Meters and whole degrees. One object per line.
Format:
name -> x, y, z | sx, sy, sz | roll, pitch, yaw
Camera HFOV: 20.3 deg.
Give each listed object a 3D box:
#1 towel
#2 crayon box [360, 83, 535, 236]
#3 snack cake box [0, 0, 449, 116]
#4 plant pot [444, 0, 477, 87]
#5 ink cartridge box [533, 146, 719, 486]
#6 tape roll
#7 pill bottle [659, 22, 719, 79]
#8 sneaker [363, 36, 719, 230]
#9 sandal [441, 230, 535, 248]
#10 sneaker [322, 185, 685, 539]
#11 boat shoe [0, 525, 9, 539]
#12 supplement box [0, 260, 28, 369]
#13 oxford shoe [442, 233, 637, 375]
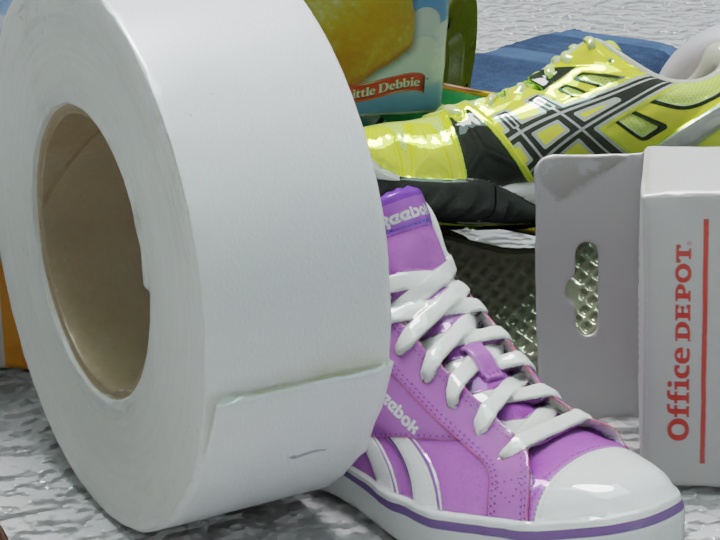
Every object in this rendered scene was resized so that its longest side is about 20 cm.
towel -> 0.110, -0.106, 1.238 | 0.111, 0.049, 0.200 | 13, 23, 39
crayon box -> 0.083, -0.045, 0.930 | 0.199, 0.058, 0.119 | 12, 2, 4
snack cake box -> -0.072, -0.115, 0.849 | 0.199, 0.067, 0.115 | -5, 33, -12
plant pot -> -0.044, -0.113, 1.081 | 0.192, 0.201, 0.200 | 14, 21, 13
ink cartridge box -> 0.162, 0.017, 0.744 | 0.199, 0.117, 0.068 | 0, 18, 9
tape roll -> -0.066, -0.011, 0.719 | 0.071, 0.203, 0.202 | -11, 20, -28
pill bottle -> 0.243, -0.096, 1.092 | 0.110, 0.111, 0.200 | 9, 21, 31
sneaker -> 0.076, -0.056, 0.832 | 0.199, 0.077, 0.075 | -2, 1, -11
sandal -> 0.000, 0.000, 0.910 | 0.199, 0.055, 0.082 | -2, 18, 1
sneaker -> 0.029, 0.033, 0.715 | 0.073, 0.115, 0.200 | -17, 24, -42
boat shoe -> -0.173, 0.075, 0.676 | 0.070, 0.071, 0.200 | -15, 23, -37
supplement box -> -0.227, -0.012, 0.939 | 0.199, 0.074, 0.126 | 2, 18, 11
oxford shoe -> 0.061, 0.022, 0.846 | 0.199, 0.075, 0.058 | -6, -23, 13
